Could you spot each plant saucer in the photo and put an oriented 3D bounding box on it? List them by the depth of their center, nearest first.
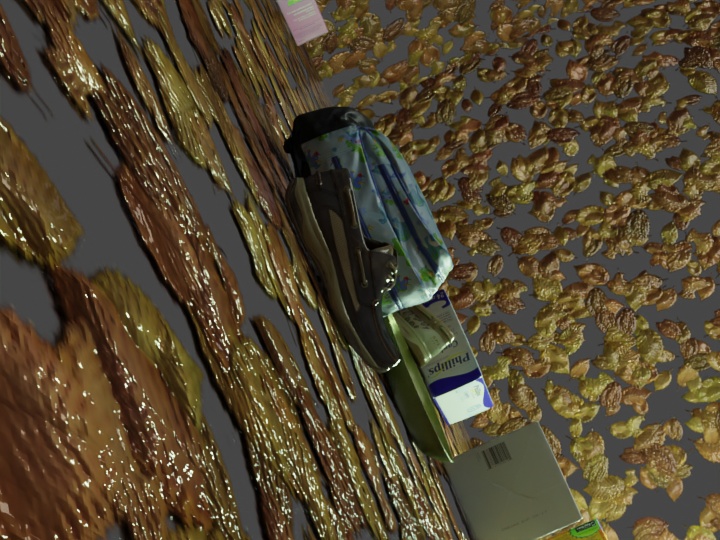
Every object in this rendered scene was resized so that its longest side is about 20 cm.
[{"bbox_3d":[0.057,0.140,1.171,0.200,0.031,0.201,-24,90,-86],"label":"plant saucer"}]

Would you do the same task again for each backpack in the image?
[{"bbox_3d":[0.011,-0.052,1.015,0.163,0.153,0.201,75,6,-71],"label":"backpack"}]

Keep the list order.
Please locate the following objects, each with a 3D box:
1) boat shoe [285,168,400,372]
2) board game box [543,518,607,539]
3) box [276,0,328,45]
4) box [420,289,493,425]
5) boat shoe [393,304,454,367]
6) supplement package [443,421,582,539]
[{"bbox_3d":[0.000,0.000,0.890,0.075,0.073,0.201,-102,168,-71],"label":"boat shoe"},{"bbox_3d":[0.413,0.636,1.847,0.200,0.199,0.200,-105,170,-65],"label":"board game box"},{"bbox_3d":[-0.180,-0.748,2.666,0.176,0.096,0.200,-109,173,-49],"label":"box"},{"bbox_3d":[0.167,0.172,1.919,0.184,0.105,0.201,60,7,-61],"label":"box"},{"bbox_3d":[0.062,0.056,1.349,0.200,0.063,0.073,54,-7,48],"label":"boat shoe"},{"bbox_3d":[0.226,0.325,1.473,0.200,0.151,0.151,50,17,-77],"label":"supplement package"}]
